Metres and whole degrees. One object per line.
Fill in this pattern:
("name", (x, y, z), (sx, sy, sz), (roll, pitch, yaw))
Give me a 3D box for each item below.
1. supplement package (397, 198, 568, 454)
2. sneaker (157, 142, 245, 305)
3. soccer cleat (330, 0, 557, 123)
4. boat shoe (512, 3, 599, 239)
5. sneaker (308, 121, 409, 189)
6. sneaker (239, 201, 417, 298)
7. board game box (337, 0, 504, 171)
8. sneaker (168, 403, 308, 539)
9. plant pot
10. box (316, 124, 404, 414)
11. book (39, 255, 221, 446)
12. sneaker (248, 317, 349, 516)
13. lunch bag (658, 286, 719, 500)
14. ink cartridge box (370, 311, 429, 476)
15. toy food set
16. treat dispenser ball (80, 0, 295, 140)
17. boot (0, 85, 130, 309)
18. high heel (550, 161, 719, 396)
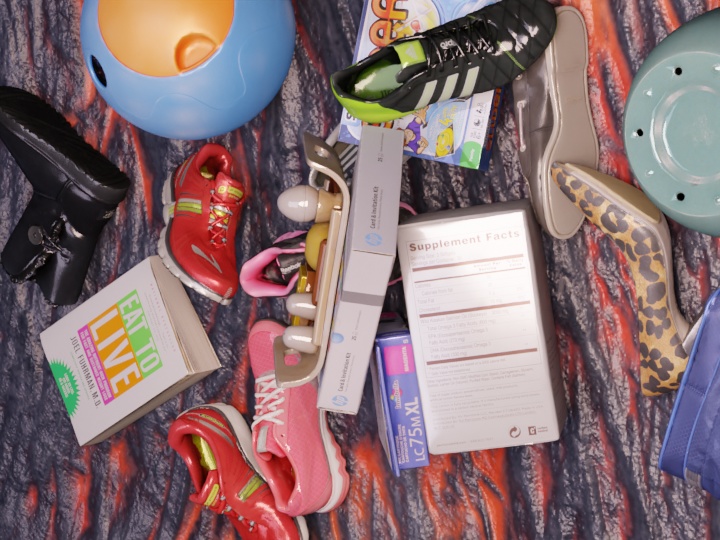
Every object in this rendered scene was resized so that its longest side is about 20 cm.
("supplement package", (0.107, 0.046, 1.675), (0.117, 0.117, 0.201), (-8, 95, 11))
("sneaker", (-0.146, -0.052, 1.851), (0.085, 0.077, 0.200), (-46, 37, 27))
("soccer cleat", (0.070, -0.177, 1.617), (0.199, 0.081, 0.068), (-23, 73, 19))
("boat shoe", (0.163, -0.129, 1.659), (0.057, 0.067, 0.201), (6, 98, 52))
("sneaker", (0.026, -0.130, 1.751), (0.073, 0.071, 0.200), (51, 124, 18))
("sneaker", (-0.031, -0.011, 1.804), (0.199, 0.095, 0.079), (-18, 86, 36))
("board game box", (0.065, -0.198, 1.686), (0.135, 0.034, 0.201), (12, 94, 19))
("sneaker", (-0.128, 0.227, 1.920), (0.077, 0.085, 0.200), (-46, 71, 34))
("plant pot", (0.296, -0.114, 1.496), (0.200, 0.161, 0.202), (9, 104, 36))
("box", (0.000, 0.000, 1.666), (0.041, 0.156, 0.200), (8, 136, -3))
("book", (-0.247, 0.084, 2.021), (0.200, 0.048, 0.134), (-33, 75, 38))
("sneaker", (-0.072, 0.144, 1.870), (0.074, 0.087, 0.201), (-19, 87, 37))
("lunch bag", (0.323, 0.089, 1.531), (0.132, 0.136, 0.201), (25, 112, 30))
("ink cartridge box", (0.032, 0.108, 1.730), (0.042, 0.200, 0.120), (-8, 96, 0))
("toy food set", (-0.053, -0.011, 1.693), (0.060, 0.144, 0.201), (8, 103, -6))
("treat dispenser ball", (-0.160, -0.223, 1.792), (0.200, 0.201, 0.202), (8, 104, 35))
("boot", (-0.348, -0.076, 2.038), (0.200, 0.076, 0.168), (40, 116, 17))
("high heel", (0.216, 0.009, 1.623), (0.200, 0.071, 0.143), (36, 113, 9))
